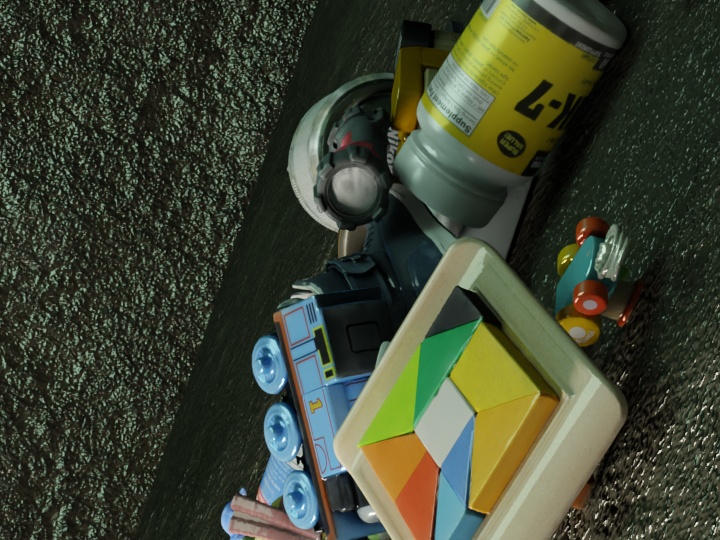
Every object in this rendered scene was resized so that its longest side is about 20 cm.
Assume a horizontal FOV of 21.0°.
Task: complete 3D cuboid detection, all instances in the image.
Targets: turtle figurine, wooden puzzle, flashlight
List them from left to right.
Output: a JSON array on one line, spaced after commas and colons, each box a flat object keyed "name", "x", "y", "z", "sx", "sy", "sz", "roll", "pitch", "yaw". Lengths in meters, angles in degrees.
[{"name": "flashlight", "x": -0.006, "y": -0.090, "z": 1.655, "sx": 0.200, "sy": 0.067, "sz": 0.068, "roll": -94, "pitch": 10, "yaw": -74}, {"name": "turtle figurine", "x": 0.003, "y": 0.225, "z": 1.612, "sx": 0.194, "sy": 0.200, "sz": 0.144, "roll": -34, "pitch": 7, "yaw": 38}, {"name": "wooden puzzle", "x": 0.064, "y": 0.098, "z": 1.219, "sx": 0.186, "sy": 0.037, "sz": 0.200, "roll": -59, "pitch": 38, "yaw": 16}]

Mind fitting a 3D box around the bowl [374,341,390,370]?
[{"name": "bowl", "x": 0.053, "y": 0.104, "z": 1.368, "sx": 0.201, "sy": 0.090, "sz": 0.202, "roll": 7, "pitch": -90, "yaw": -84}]

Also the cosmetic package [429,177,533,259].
[{"name": "cosmetic package", "x": 0.085, "y": -0.017, "z": 1.738, "sx": 0.200, "sy": 0.051, "sz": 0.152, "roll": 162, "pitch": 129, "yaw": -77}]

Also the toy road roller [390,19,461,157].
[{"name": "toy road roller", "x": 0.086, "y": -0.136, "z": 1.810, "sx": 0.200, "sy": 0.122, "sz": 0.147, "roll": -87, "pitch": 7, "yaw": -63}]

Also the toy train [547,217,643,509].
[{"name": "toy train", "x": 0.144, "y": 0.068, "z": 1.245, "sx": 0.150, "sy": 0.055, "sz": 0.201, "roll": -130, "pitch": 58, "yaw": -77}]

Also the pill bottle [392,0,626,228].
[{"name": "pill bottle", "x": 0.117, "y": -0.142, "z": 1.574, "sx": 0.200, "sy": 0.114, "sz": 0.114, "roll": -57, "pitch": 13, "yaw": 19}]

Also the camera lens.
[{"name": "camera lens", "x": 0.012, "y": -0.117, "z": 2.028, "sx": 0.200, "sy": 0.159, "sz": 0.161, "roll": 172, "pitch": 119, "yaw": -79}]

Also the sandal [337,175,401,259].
[{"name": "sandal", "x": 0.007, "y": 0.012, "z": 1.748, "sx": 0.201, "sy": 0.081, "sz": 0.055, "roll": -66, "pitch": 26, "yaw": 15}]

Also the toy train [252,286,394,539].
[{"name": "toy train", "x": -0.017, "y": 0.112, "z": 1.476, "sx": 0.114, "sy": 0.086, "sz": 0.201, "roll": -26, "pitch": 74, "yaw": 52}]

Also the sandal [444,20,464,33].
[{"name": "sandal", "x": 0.071, "y": -0.194, "z": 2.205, "sx": 0.076, "sy": 0.043, "sz": 0.201, "roll": -176, "pitch": 107, "yaw": -80}]

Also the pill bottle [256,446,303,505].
[{"name": "pill bottle", "x": -0.013, "y": 0.139, "z": 1.726, "sx": 0.112, "sy": 0.112, "sz": 0.201, "roll": -97, "pitch": 26, "yaw": -70}]

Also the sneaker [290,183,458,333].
[{"name": "sneaker", "x": 0.000, "y": -0.001, "z": 1.611, "sx": 0.202, "sy": 0.146, "sz": 0.077, "roll": -134, "pitch": 23, "yaw": -63}]
